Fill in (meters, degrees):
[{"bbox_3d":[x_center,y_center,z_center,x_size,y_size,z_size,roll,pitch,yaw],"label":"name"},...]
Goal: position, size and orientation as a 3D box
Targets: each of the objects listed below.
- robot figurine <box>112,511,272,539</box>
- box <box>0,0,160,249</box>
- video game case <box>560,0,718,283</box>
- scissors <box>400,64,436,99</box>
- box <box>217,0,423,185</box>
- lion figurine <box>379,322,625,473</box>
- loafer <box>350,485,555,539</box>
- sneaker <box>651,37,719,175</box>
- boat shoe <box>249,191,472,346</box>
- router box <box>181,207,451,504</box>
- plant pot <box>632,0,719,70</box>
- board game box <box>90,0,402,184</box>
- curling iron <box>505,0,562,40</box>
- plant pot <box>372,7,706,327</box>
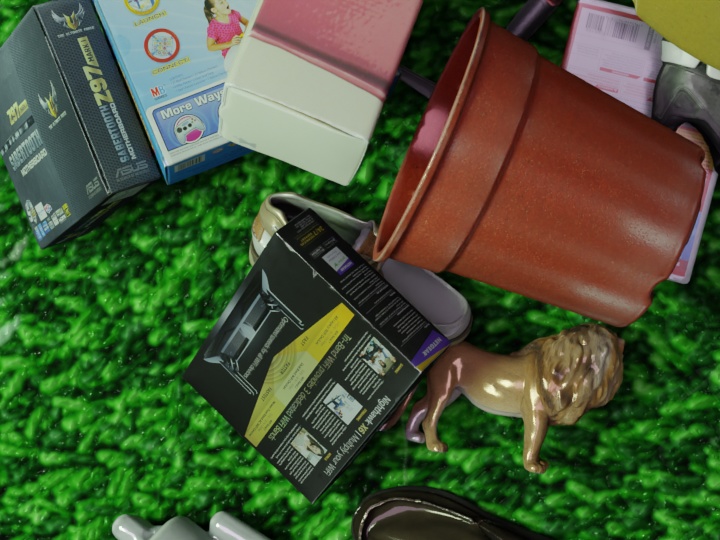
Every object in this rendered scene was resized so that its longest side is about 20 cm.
[{"bbox_3d":[-0.137,0.287,1.252,0.200,0.113,0.170,37,87,8],"label":"robot figurine"},{"bbox_3d":[-0.245,-0.116,1.215,0.051,0.200,0.159,-21,89,-31],"label":"box"},{"bbox_3d":[0.218,-0.104,1.183,0.142,0.017,0.201,14,97,4],"label":"video game case"},{"bbox_3d":[0.097,-0.128,1.204,0.073,0.014,0.200,-43,92,8],"label":"scissors"},{"bbox_3d":[-0.017,-0.183,1.073,0.108,0.128,0.201,21,77,-3],"label":"box"},{"bbox_3d":[0.111,0.093,1.205,0.198,0.072,0.123,9,89,16],"label":"lion figurine"},{"bbox_3d":[0.086,0.230,1.219,0.199,0.071,0.074,13,97,11],"label":"loafer"},{"bbox_3d":[0.311,-0.109,1.138,0.199,0.066,0.091,20,99,-1],"label":"sneaker"},{"bbox_3d":[0.000,0.000,1.210,0.199,0.075,0.069,22,139,10],"label":"boat shoe"},{"bbox_3d":[-0.040,0.073,1.199,0.157,0.052,0.200,44,132,8],"label":"router box"},{"bbox_3d":[0.296,-0.251,1.044,0.198,0.194,0.197,7,67,14],"label":"plant pot"},{"bbox_3d":[-0.098,-0.197,1.161,0.199,0.056,0.197,-22,81,-10],"label":"board game box"},{"bbox_3d":[0.156,-0.211,1.159,0.200,0.026,0.050,-41,68,9],"label":"curling iron"},{"bbox_3d":[0.137,-0.063,1.099,0.194,0.201,0.202,22,99,-5],"label":"plant pot"}]
